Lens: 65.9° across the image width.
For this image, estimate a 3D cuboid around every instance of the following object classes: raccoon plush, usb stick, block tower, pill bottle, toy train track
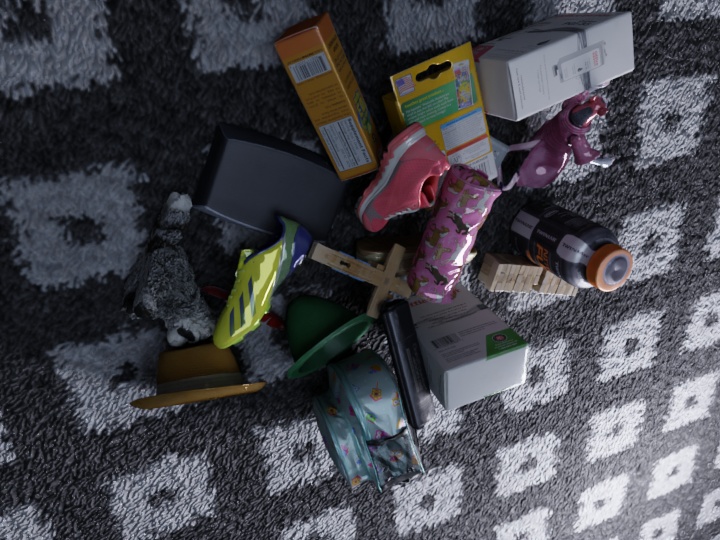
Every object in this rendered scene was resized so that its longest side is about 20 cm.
[{"bbox_3d":[-0.228,0.011,0.759,0.134,0.097,0.200,23,103,-37],"label":"raccoon plush"},{"bbox_3d":[0.072,0.141,0.840,0.055,0.033,0.200,-24,103,-43],"label":"usb stick"},{"bbox_3d":[0.307,0.007,1.007,0.200,0.058,0.054,4,112,-27],"label":"block tower"},{"bbox_3d":[0.346,-0.039,0.915,0.106,0.200,0.106,-9,116,-19],"label":"pill bottle"},{"bbox_3d":[0.000,0.000,0.811,0.200,0.033,0.115,23,89,-41],"label":"toy train track"}]

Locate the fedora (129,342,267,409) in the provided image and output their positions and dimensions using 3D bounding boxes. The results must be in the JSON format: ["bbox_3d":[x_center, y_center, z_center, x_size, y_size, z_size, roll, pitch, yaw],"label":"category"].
[{"bbox_3d":[-0.231,0.147,0.797,0.200,0.201,0.082,-5,78,-21],"label":"fedora"}]

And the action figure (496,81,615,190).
[{"bbox_3d":[0.297,-0.211,0.831,0.149,0.200,0.134,-5,77,-5],"label":"action figure"}]

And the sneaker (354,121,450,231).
[{"bbox_3d":[0.056,-0.103,0.758,0.074,0.087,0.200,-39,167,-34],"label":"sneaker"}]

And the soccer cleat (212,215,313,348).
[{"bbox_3d":[-0.145,0.013,0.753,0.084,0.065,0.200,40,85,-30],"label":"soccer cleat"}]

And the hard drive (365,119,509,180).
[{"bbox_3d":[0.118,-0.170,0.854,0.200,0.033,0.140,20,105,-29],"label":"hard drive"}]

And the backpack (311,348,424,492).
[{"bbox_3d":[0.005,0.238,0.914,0.153,0.176,0.200,-12,105,-14],"label":"backpack"}]

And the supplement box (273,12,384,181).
[{"bbox_3d":[-0.034,-0.223,0.731,0.069,0.067,0.200,-11,126,21],"label":"supplement box"}]

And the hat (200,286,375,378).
[{"bbox_3d":[-0.096,0.053,0.873,0.166,0.176,0.200,-40,165,8],"label":"hat"}]

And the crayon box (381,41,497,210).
[{"bbox_3d":[0.112,-0.202,0.786,0.126,0.052,0.200,-26,122,-10],"label":"crayon box"}]

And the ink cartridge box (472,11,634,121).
[{"bbox_3d":[0.255,-0.294,0.787,0.200,0.147,0.083,-25,120,-12],"label":"ink cartridge box"}]

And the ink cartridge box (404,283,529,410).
[{"bbox_3d":[0.152,0.115,0.906,0.146,0.200,0.083,-15,122,-15],"label":"ink cartridge box"}]

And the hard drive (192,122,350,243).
[{"bbox_3d":[-0.117,-0.111,0.774,0.200,0.042,0.135,15,107,-28],"label":"hard drive"}]

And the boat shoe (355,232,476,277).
[{"bbox_3d":[0.088,-0.019,0.896,0.200,0.071,0.065,-1,119,-12],"label":"boat shoe"}]

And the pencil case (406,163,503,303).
[{"bbox_3d":[0.131,-0.048,0.796,0.086,0.083,0.200,11,117,-17],"label":"pencil case"}]
